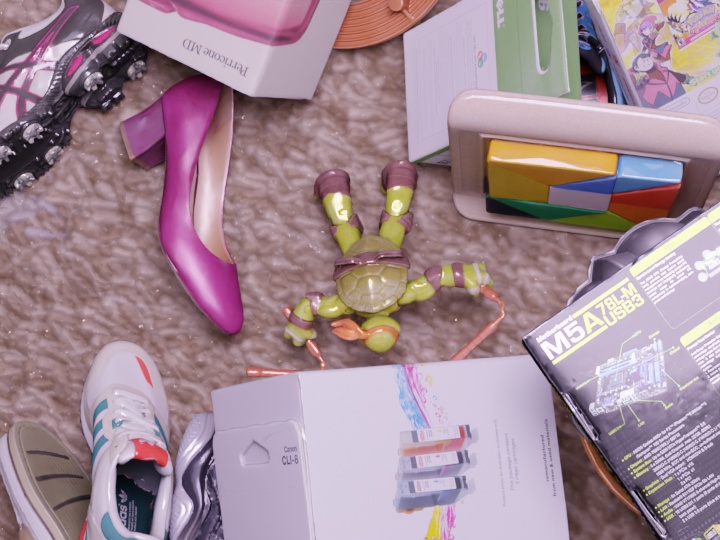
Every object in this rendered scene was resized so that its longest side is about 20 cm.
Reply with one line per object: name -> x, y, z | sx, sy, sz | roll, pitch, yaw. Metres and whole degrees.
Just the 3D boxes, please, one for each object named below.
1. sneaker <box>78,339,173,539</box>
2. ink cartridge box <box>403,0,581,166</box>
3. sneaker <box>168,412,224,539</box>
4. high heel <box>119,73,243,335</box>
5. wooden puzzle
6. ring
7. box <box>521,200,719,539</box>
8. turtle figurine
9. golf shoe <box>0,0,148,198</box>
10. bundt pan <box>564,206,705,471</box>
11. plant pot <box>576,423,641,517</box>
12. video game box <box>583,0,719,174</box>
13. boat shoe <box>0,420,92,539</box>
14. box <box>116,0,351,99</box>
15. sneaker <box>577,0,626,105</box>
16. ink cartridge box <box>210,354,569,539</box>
sneaker -> -0.160, 0.129, 1.175 | 0.070, 0.093, 0.200 | 14, 55, -23
ink cartridge box -> 0.107, -0.146, 1.160 | 0.059, 0.200, 0.104 | 4, 78, -29
sneaker -> -0.082, 0.208, 1.196 | 0.114, 0.075, 0.200 | 4, 83, 6
high heel -> -0.109, -0.054, 1.232 | 0.096, 0.067, 0.200 | -28, 78, 12
wooden puzzle -> 0.154, -0.063, 1.145 | 0.185, 0.200, 0.037 | 8, 72, 7
ring -> -0.013, -0.270, 1.242 | 0.200, 0.019, 0.201 | 2, 95, 25
box -> 0.232, 0.064, 0.982 | 0.200, 0.048, 0.193 | -35, 79, 1
turtle figurine -> 0.000, 0.000, 1.198 | 0.200, 0.064, 0.161 | -15, 58, 15
golf shoe -> -0.259, -0.132, 1.264 | 0.200, 0.077, 0.088 | -43, 70, -9
bundt pan -> 0.228, 0.053, 1.045 | 0.202, 0.076, 0.202 | -1, 83, 5
plant pot -> 0.248, 0.090, 1.146 | 0.200, 0.140, 0.200 | -1, 83, 5
video game box -> 0.277, -0.177, 1.173 | 0.200, 0.047, 0.182 | -29, 124, 0
boat shoe -> -0.225, 0.206, 1.208 | 0.068, 0.075, 0.200 | -43, 65, 22
box -> -0.073, -0.241, 1.200 | 0.128, 0.109, 0.200 | 27, 104, 18
sneaker -> 0.164, -0.169, 1.212 | 0.078, 0.090, 0.200 | -15, 81, 3
ink cartridge box -> 0.017, 0.140, 1.117 | 0.200, 0.145, 0.145 | -1, 82, -28
